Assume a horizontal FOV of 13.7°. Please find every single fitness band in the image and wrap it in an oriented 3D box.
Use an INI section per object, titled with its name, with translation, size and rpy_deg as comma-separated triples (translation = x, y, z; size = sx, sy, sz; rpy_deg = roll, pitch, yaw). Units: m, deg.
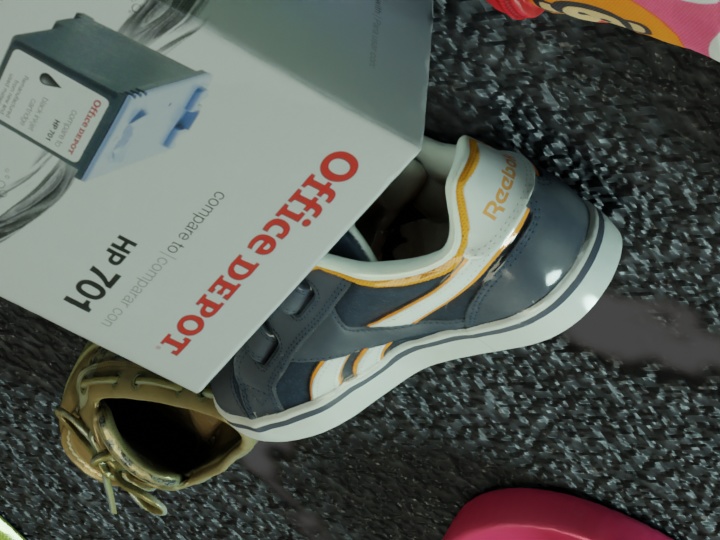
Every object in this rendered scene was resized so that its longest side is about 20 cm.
[fitness band]
translation = 0.122, 0.163, 1.293
size = 0.199, 0.038, 0.144
rpy_deg = 35, 152, -8

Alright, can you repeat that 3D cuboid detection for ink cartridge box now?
[ink cartridge box]
translation = -0.096, -0.067, 1.000
size = 0.199, 0.086, 0.147
rpy_deg = 28, 128, -19

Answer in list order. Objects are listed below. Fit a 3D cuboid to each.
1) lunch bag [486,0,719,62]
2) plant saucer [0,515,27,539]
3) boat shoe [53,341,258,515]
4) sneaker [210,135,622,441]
[lunch bag]
translation = 0.083, -0.164, 0.658
size = 0.081, 0.201, 0.177
rpy_deg = 14, 140, 21
[plant saucer]
translation = -0.263, 0.146, 1.581
size = 0.199, 0.048, 0.200
rpy_deg = -7, 134, 46
[boat shoe]
translation = -0.085, 0.060, 1.282
size = 0.073, 0.063, 0.200
rpy_deg = 35, 150, -12
[sneaker]
translation = 0.000, 0.000, 1.106
size = 0.079, 0.079, 0.199
rpy_deg = 39, 138, -26
